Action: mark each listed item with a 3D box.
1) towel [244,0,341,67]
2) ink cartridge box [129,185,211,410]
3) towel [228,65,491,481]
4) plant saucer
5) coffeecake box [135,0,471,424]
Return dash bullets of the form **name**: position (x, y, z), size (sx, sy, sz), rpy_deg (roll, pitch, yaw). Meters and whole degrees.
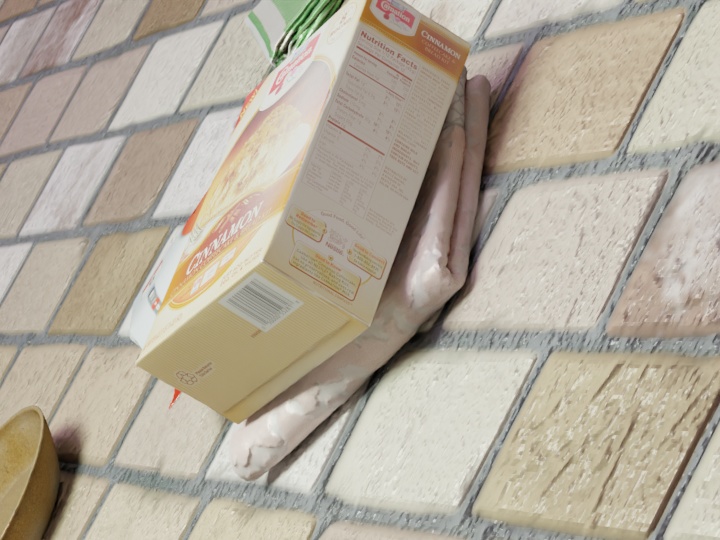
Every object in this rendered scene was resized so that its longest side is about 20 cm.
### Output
- **towel**: position (-0.014, -0.242, 2.077), size (0.200, 0.023, 0.153), rpy_deg (-56, 17, 8)
- **ink cartridge box**: position (-0.090, -0.010, 1.806), size (0.163, 0.050, 0.200), rpy_deg (-56, 5, 9)
- **towel**: position (0.000, 0.000, 1.626), size (0.200, 0.032, 0.191), rpy_deg (-46, 22, 37)
- **plant saucer**: position (-0.261, 0.189, 2.006), size (0.200, 0.035, 0.200), rpy_deg (-51, 19, 24)
- **coffeecake box**: position (-0.031, -0.037, 1.597), size (0.153, 0.073, 0.201), rpy_deg (-38, 26, 52)
